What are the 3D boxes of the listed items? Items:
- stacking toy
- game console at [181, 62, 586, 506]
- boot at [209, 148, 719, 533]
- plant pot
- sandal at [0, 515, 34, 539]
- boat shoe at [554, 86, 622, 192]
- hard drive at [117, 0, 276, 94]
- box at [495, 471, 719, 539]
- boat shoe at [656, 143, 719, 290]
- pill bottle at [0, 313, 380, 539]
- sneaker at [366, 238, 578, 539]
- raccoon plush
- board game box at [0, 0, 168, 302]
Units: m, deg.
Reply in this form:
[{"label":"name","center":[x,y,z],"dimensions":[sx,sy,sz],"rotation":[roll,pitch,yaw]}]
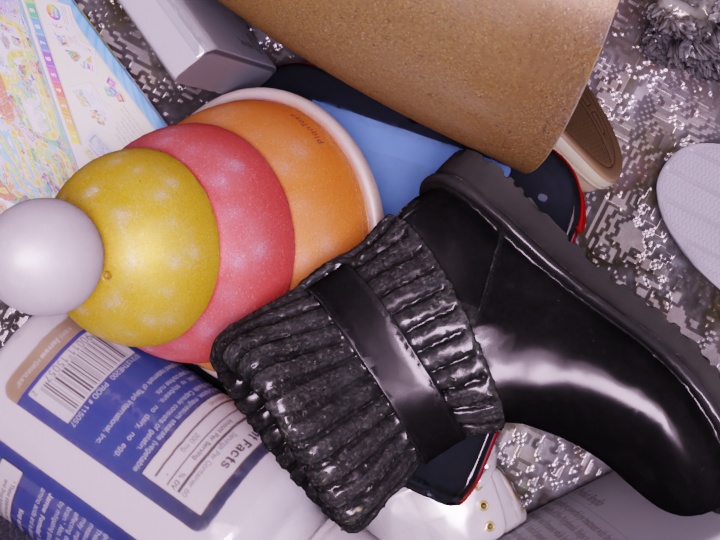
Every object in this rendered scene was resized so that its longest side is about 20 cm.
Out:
[{"label":"stacking toy","center":[-0.095,-0.013,0.757],"dimensions":[0.145,0.199,0.147],"rotation":[1,93,34]},{"label":"game console","center":[0.000,0.000,0.844],"dimensions":[0.199,0.031,0.178],"rotation":[22,84,26]},{"label":"boot","center":[0.053,0.065,0.735],"dimensions":[0.211,0.080,0.158],"rotation":[43,68,13]},{"label":"plant pot","center":[0.008,-0.160,0.750],"dimensions":[0.199,0.186,0.188],"rotation":[16,89,-5]},{"label":"sandal","center":[-0.122,0.165,0.870],"dimensions":[0.199,0.076,0.043],"rotation":[20,133,-1]},{"label":"boat shoe","center":[0.050,-0.104,0.881],"dimensions":[0.200,0.072,0.065],"rotation":[39,123,-8]},{"label":"hard drive","center":[-0.120,-0.175,0.817],"dimensions":[0.027,0.132,0.201],"rotation":[-36,86,10]},{"label":"box","center":[0.147,0.215,0.817],"dimensions":[0.170,0.199,0.201],"rotation":[-26,94,-4]},{"label":"boat shoe","center":[0.245,0.002,0.892],"dimensions":[0.200,0.071,0.072],"rotation":[36,101,16]},{"label":"pill bottle","center":[-0.091,0.110,0.821],"dimensions":[0.199,0.111,0.111],"rotation":[34,87,11]},{"label":"sneaker","center":[0.060,0.073,0.878],"dimensions":[0.200,0.074,0.116],"rotation":[-42,95,6]},{"label":"raccoon plush","center":[0.222,-0.085,0.852],"dimensions":[0.133,0.097,0.201],"rotation":[-13,59,-1]},{"label":"board game box","center":[-0.200,-0.099,0.871],"dimensions":[0.134,0.034,0.200],"rotation":[-37,93,-4]}]
